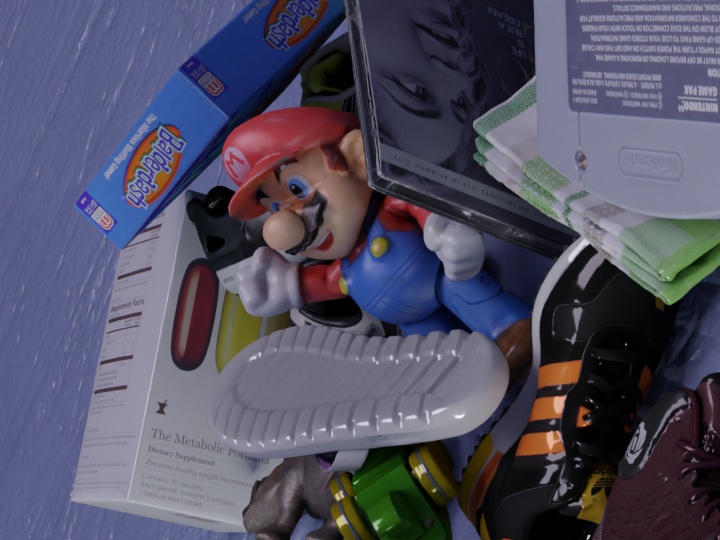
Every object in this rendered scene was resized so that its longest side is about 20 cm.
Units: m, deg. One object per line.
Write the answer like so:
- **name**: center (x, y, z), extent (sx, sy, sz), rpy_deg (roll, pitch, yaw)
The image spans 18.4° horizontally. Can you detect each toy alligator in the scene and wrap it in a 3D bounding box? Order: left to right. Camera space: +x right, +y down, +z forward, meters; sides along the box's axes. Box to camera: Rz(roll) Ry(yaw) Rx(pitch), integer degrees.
- **toy alligator**: center (0.022, 0.112, 1.137), extent (0.059, 0.054, 0.200), rpy_deg (-34, 11, 6)

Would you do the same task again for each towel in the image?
- **towel**: center (0.144, -0.074, 1.024), extent (0.149, 0.031, 0.200), rpy_deg (-43, 29, -2)

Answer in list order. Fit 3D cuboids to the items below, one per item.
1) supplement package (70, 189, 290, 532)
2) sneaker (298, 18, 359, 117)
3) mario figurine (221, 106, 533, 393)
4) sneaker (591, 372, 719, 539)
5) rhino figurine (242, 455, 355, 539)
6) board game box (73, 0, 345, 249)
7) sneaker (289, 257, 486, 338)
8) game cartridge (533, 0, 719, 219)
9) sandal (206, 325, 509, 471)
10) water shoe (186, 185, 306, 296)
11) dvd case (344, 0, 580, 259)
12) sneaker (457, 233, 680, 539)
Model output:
- **supplement package**: center (-0.102, 0.062, 1.439), extent (0.109, 0.113, 0.201), rpy_deg (-11, 67, 63)
- **sneaker**: center (-0.011, -0.105, 1.381), extent (0.200, 0.076, 0.076), rpy_deg (-49, 38, 45)
- **mario figurine**: center (0.000, 0.000, 1.159), extent (0.124, 0.200, 0.106), rpy_deg (-47, -5, 6)
- **sneaker**: center (0.156, 0.101, 0.943), extent (0.200, 0.075, 0.116), rpy_deg (1, 75, 65)
- **rhino figurine**: center (-0.018, 0.130, 1.294), extent (0.088, 0.060, 0.200), rpy_deg (-62, 21, -16)
- **board game box**: center (-0.076, -0.116, 1.358), extent (0.200, 0.045, 0.152), rpy_deg (-49, 3, -43)
- **sneaker**: center (-0.007, 0.009, 1.304), extent (0.200, 0.087, 0.076), rpy_deg (-17, 64, 63)
- **game cartridge**: center (0.132, -0.089, 0.913), extent (0.200, 0.041, 0.134), rpy_deg (-165, 75, -65)
- **sandal**: center (-0.003, 0.072, 1.124), extent (0.202, 0.050, 0.083), rpy_deg (-2, 46, 47)
- **water shoe**: center (-0.027, -0.057, 1.325), extent (0.200, 0.079, 0.071), rpy_deg (-34, 2, 30)
- **dvd case**: center (0.056, -0.101, 1.158), extent (0.016, 0.148, 0.201), rpy_deg (-41, 42, 38)
- **sneaker**: center (0.112, 0.073, 1.055), extent (0.090, 0.070, 0.201), rpy_deg (-115, 39, -49)
